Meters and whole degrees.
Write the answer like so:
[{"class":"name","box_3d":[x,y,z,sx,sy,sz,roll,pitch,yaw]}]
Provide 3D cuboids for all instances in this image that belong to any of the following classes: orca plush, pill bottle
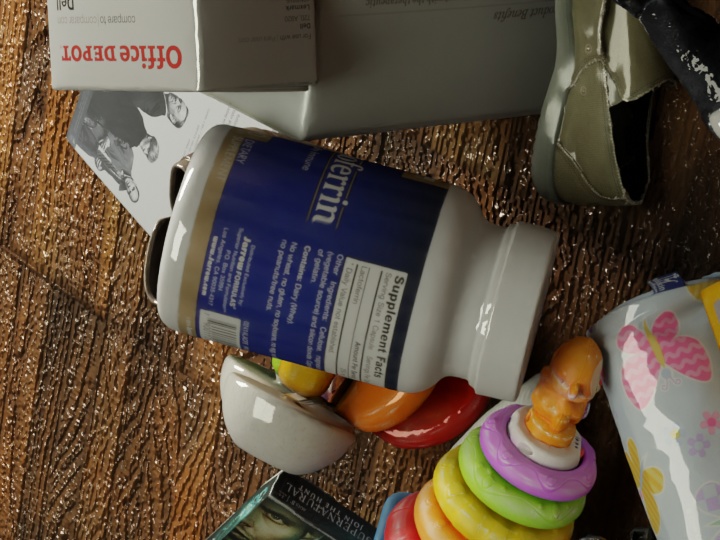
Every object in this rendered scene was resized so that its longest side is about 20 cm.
[{"class":"orca plush","box_3d":[0.222,-0.089,1.322,0.071,0.105,0.201,-41,68,27]},{"class":"pill bottle","box_3d":[0.000,0.000,1.383,0.199,0.116,0.116,15,114,4]}]

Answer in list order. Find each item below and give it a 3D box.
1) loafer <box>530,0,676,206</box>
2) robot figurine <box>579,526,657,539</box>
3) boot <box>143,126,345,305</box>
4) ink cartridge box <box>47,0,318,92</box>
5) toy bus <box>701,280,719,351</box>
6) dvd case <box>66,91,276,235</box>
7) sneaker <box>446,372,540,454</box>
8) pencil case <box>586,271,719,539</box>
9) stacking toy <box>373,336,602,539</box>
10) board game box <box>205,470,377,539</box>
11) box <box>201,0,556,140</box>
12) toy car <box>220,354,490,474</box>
[{"class":"loafer","box_3d":[0.148,-0.125,1.424,0.069,0.075,0.201,23,120,32]},{"class":"robot figurine","box_3d":[0.161,0.241,1.427,0.058,0.145,0.201,-10,99,46]},{"class":"boot","box_3d":[-0.072,0.005,1.637,0.070,0.146,0.202,19,112,44]},{"class":"ink cartridge box","box_3d":[-0.099,-0.194,1.370,0.146,0.084,0.202,5,99,50]},{"class":"toy bus","box_3d":[0.250,0.089,1.343,0.078,0.065,0.201,-29,75,48]},{"class":"dvd case","box_3d":[-0.125,-0.093,1.773,0.200,0.025,0.151,46,129,33]},{"class":"sneaker","box_3d":[0.085,0.145,1.556,0.088,0.075,0.200,44,132,15]},{"class":"pencil case","box_3d":[0.192,0.103,1.401,0.083,0.090,0.201,126,128,-73]},{"class":"stacking toy","box_3d":[0.088,0.115,1.435,0.109,0.116,0.201,25,121,-3]},{"class":"board game box","box_3d":[0.001,0.209,1.584,0.199,0.028,0.135,34,140,-8]},{"class":"box","box_3d":[-0.006,-0.188,1.482,0.200,0.198,0.173,27,117,45]},{"class":"toy car","box_3d":[0.009,0.042,1.540,0.176,0.149,0.200,-64,5,2]}]
